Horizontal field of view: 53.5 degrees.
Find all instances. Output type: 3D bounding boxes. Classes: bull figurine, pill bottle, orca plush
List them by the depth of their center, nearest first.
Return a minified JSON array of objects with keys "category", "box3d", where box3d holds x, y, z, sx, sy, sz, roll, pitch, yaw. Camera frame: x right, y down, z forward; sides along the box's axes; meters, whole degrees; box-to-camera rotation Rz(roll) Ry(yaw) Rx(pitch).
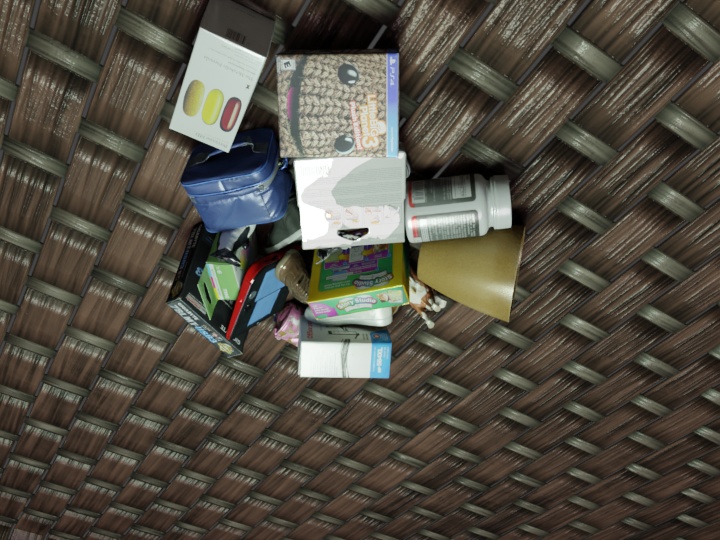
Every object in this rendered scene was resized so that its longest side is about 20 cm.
[{"category":"pill bottle","box3d":[0.181,-0.119,1.340,0.194,0.116,0.116,-5,137,9]},{"category":"orca plush","box3d":[-0.217,-0.067,1.351,0.102,0.203,0.072,-14,128,9]},{"category":"bull figurine","box3d":[0.119,0.046,1.512,0.065,0.122,0.199,-45,123,10]}]

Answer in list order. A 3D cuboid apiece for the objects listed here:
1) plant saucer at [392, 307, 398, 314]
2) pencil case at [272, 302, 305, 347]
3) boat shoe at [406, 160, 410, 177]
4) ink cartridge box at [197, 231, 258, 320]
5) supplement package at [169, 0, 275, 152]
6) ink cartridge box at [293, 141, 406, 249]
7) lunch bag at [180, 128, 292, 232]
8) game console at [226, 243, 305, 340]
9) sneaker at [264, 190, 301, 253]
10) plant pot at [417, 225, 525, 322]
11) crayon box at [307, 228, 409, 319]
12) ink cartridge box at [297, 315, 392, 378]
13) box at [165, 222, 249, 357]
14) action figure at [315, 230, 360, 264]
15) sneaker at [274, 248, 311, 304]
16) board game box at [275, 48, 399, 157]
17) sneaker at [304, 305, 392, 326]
[{"category":"plant saucer","box3d":[-0.007,0.046,1.582,0.194,0.036,0.203,2,137,2]},{"category":"pencil case","box3d":[-0.111,0.154,1.669,0.198,0.085,0.086,32,139,-27]},{"category":"boat shoe","box3d":[0.007,-0.209,1.295,0.197,0.063,0.072,28,132,-23]},{"category":"ink cartridge box","box3d":[-0.258,-0.012,1.416,0.057,0.204,0.105,4,138,8]},{"category":"supplement package","box3d":[-0.227,-0.317,1.164,0.111,0.112,0.201,19,135,-15]},{"category":"ink cartridge box","box3d":[-0.017,-0.132,1.276,0.193,0.045,0.180,-4,123,-3]},{"category":"lunch bag","box3d":[-0.219,-0.171,1.296,0.194,0.138,0.134,-10,136,15]},{"category":"game console","box3d":[-0.191,0.042,1.467,0.031,0.199,0.180,29,116,17]},{"category":"sneaker","box3d":[-0.156,-0.100,1.426,0.199,0.070,0.101,-25,91,60]},{"category":"plant pot","box3d":[0.217,-0.011,1.424,0.194,0.189,0.189,11,139,15]},{"category":"crayon box","box3d":[0.000,0.000,1.433,0.194,0.176,0.059,-11,136,15]},{"category":"ink cartridge box","box3d":[-0.038,0.164,1.551,0.193,0.146,0.087,2,108,-7]},{"category":"box","box3d":[-0.295,0.040,1.475,0.049,0.202,0.201,-17,133,28]},{"category":"action figure","box3d":[-0.035,-0.092,1.384,0.099,0.120,0.203,15,130,-1]},{"category":"sneaker","box3d":[-0.117,0.018,1.466,0.075,0.071,0.200,34,170,15]},{"category":"board game box","box3d":[-0.033,-0.273,1.163,0.193,0.097,0.164,0,110,4]},{"category":"sneaker","box3d":[-0.028,0.070,1.547,0.193,0.073,0.087,-1,112,9]}]
